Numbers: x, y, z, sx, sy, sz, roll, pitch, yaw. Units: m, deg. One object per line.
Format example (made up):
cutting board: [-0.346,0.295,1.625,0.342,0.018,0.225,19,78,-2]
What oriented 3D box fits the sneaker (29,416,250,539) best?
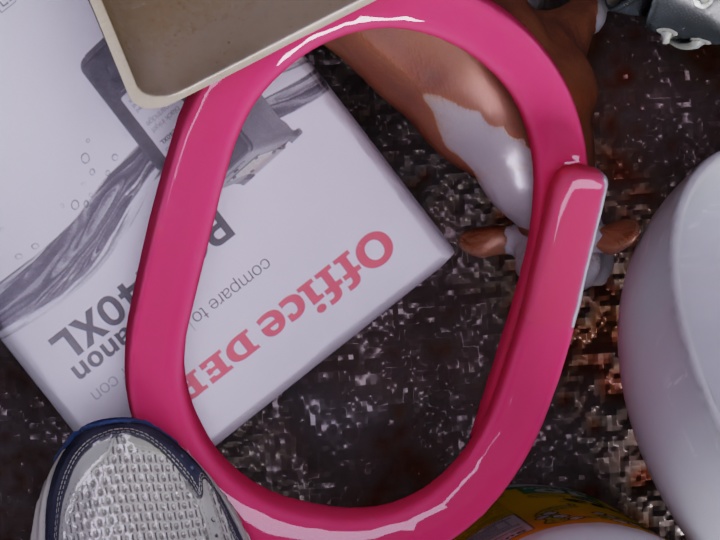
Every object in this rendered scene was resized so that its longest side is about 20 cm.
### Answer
sneaker: [-0.053,0.143,0.858,0.077,0.085,0.200,-12,87,-12]

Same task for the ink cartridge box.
ink cartridge box: [-0.082,-0.039,0.965,0.145,0.083,0.200,-38,95,-3]

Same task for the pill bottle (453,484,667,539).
pill bottle: [0.071,0.136,0.926,0.113,0.200,0.113,0,91,-5]

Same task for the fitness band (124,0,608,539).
fitness band: [0.000,0.000,0.908,0.143,0.037,0.200,14,100,-5]

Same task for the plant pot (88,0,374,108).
plant pot: [-0.033,-0.205,0.818,0.200,0.200,0.177,-26,60,-4]

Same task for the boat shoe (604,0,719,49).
boat shoe: [0.105,-0.115,0.956,0.200,0.076,0.060,41,97,-23]

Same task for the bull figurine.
bull figurine: [0.037,-0.084,0.956,0.065,0.121,0.200,-29,115,38]

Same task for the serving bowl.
serving bowl: [0.158,0.057,0.960,0.200,0.200,0.066,49,126,-5]
